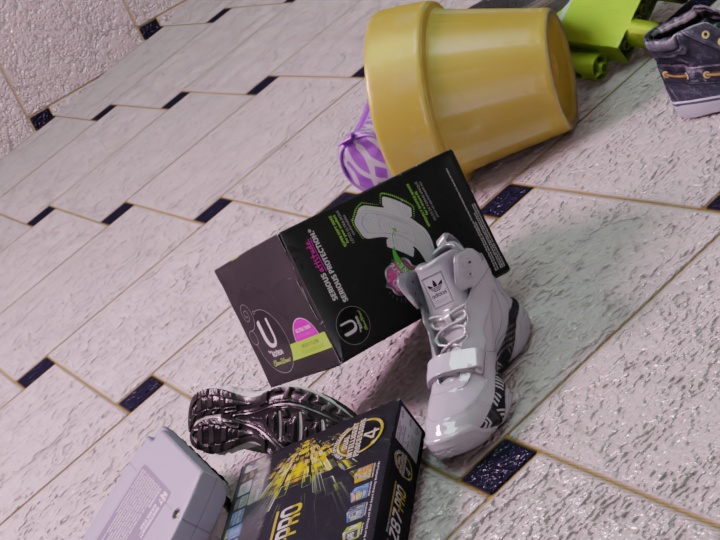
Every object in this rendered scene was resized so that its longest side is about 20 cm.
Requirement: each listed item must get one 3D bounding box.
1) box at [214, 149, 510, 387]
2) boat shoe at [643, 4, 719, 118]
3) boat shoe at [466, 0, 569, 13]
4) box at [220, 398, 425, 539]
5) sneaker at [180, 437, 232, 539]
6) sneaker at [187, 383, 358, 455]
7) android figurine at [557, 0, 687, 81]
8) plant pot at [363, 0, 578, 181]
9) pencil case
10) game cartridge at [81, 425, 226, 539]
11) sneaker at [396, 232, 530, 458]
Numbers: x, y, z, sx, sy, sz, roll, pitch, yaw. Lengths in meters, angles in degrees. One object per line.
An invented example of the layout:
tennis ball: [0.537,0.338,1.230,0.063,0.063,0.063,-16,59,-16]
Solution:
box: [0.000,0.000,1.417,0.199,0.125,0.148,-26,1,-31]
boat shoe: [0.354,-0.204,1.465,0.200,0.091,0.071,-13,30,45]
boat shoe: [0.167,-0.275,1.773,0.202,0.065,0.075,-29,36,45]
box: [-0.035,0.201,1.240,0.161,0.049,0.200,-27,25,24]
sneaker: [-0.154,0.207,1.394,0.081,0.075,0.200,-46,20,-2]
sneaker: [-0.063,0.134,1.405,0.199,0.075,0.079,5,3,43]
android figurine: [0.266,-0.295,1.773,0.199,0.041,0.183,13,72,41]
plant pot: [0.124,-0.196,1.686,0.188,0.202,0.201,-10,28,20]
pencil case: [0.029,-0.172,1.907,0.084,0.086,0.200,-27,23,25]
game cartridge: [-0.188,0.238,1.318,0.201,0.041,0.133,-58,28,-1]
sneaker: [0.073,0.057,1.296,0.075,0.115,0.200,-22,24,32]
